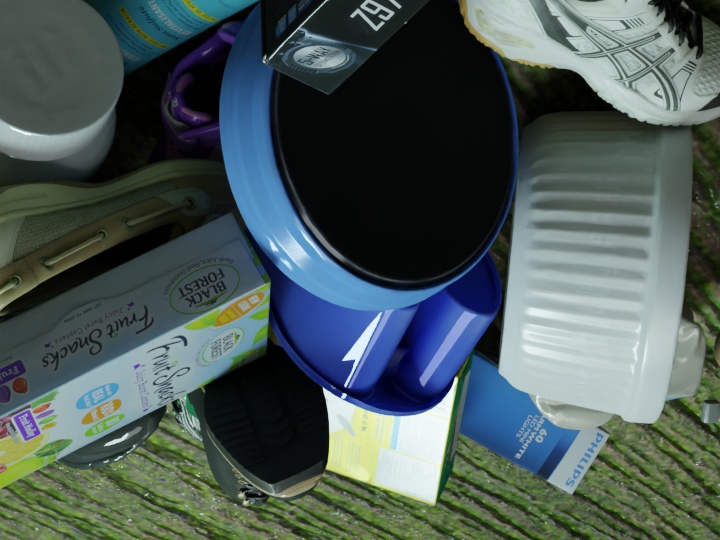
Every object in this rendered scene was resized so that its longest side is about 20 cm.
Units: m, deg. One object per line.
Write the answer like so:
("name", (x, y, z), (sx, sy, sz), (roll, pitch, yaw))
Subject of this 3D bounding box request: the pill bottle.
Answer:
("pill bottle", (-0.205, -0.078, 0.968), (0.108, 0.111, 0.200), (11, 156, -18))

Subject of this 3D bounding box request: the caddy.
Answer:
("caddy", (0.000, 0.000, 1.054), (0.140, 0.201, 0.105), (7, 135, -37))

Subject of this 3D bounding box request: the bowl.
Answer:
("bowl", (0.012, -0.079, 0.937), (0.199, 0.203, 0.039), (25, 161, -33))

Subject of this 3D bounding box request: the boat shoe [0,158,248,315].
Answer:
("boat shoe", (-0.134, -0.017, 0.937), (0.199, 0.064, 0.073), (-8, 156, -44))

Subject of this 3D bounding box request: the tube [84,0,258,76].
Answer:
("tube", (-0.139, -0.148, 0.971), (0.199, 0.051, 0.077), (-21, 131, 36))

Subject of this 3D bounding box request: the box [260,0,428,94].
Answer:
("box", (0.023, -0.207, 0.796), (0.043, 0.162, 0.200), (21, 139, -31))

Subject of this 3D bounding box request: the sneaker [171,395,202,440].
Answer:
("sneaker", (-0.122, 0.096, 1.272), (0.084, 0.079, 0.200), (-20, 141, 23))

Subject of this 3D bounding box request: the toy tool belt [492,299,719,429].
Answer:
("toy tool belt", (0.200, 0.044, 1.214), (0.197, 0.123, 0.127), (-1, 108, -10))

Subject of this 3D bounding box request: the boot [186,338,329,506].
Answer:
("boot", (-0.062, 0.119, 1.062), (0.077, 0.200, 0.140), (-17, 123, -12))

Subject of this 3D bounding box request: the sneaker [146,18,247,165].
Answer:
("sneaker", (-0.092, -0.090, 0.997), (0.088, 0.081, 0.200), (-13, 155, -47))

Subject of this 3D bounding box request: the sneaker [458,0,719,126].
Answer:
("sneaker", (0.158, -0.147, 0.955), (0.198, 0.076, 0.088), (14, 145, -23))

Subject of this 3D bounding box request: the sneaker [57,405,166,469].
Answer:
("sneaker", (-0.238, 0.089, 1.227), (0.198, 0.076, 0.091), (5, 139, 25))

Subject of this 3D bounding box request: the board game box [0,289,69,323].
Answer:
("board game box", (-0.205, 0.023, 1.096), (0.149, 0.048, 0.200), (-14, -178, 16))

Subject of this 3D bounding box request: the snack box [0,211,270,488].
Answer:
("snack box", (-0.150, 0.052, 0.943), (0.198, 0.053, 0.142), (-27, 166, -13))

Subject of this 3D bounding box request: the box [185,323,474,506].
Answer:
("box", (-0.026, 0.079, 1.141), (0.198, 0.048, 0.119), (17, 124, 12))

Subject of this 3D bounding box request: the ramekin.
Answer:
("ramekin", (0.147, -0.008, 1.053), (0.104, 0.202, 0.201), (6, 144, 4))

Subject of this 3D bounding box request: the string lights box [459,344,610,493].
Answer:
("string lights box", (0.087, 0.092, 1.250), (0.199, 0.103, 0.059), (30, 94, -37))
